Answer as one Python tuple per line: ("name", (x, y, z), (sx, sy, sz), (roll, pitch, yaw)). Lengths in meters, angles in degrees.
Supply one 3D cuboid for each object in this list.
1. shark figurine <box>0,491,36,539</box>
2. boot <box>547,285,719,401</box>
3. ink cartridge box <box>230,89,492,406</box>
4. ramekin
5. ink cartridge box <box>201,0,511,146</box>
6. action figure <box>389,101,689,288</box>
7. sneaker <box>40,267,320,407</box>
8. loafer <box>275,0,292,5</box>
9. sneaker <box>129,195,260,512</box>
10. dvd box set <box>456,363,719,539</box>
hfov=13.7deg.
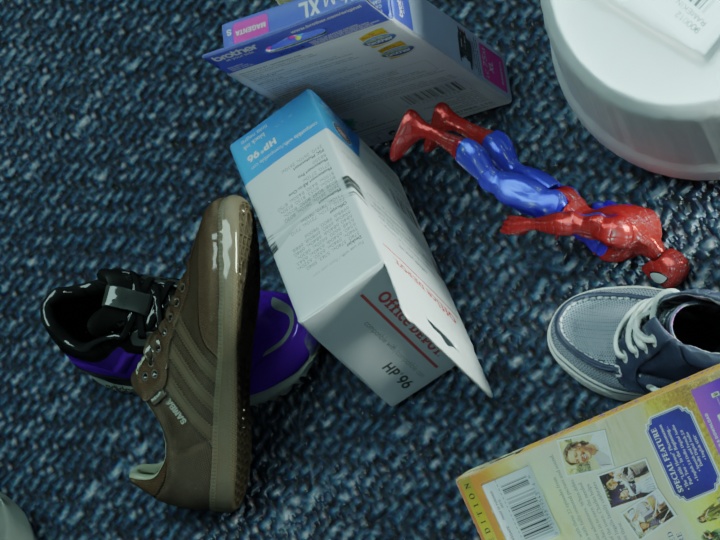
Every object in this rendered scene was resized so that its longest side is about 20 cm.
("shark figurine", (-0.237, 0.179, 1.890), (0.127, 0.090, 0.215), (-11, 46, 7))
("boot", (0.176, 0.034, 1.701), (0.199, 0.090, 0.073), (12, 69, 39))
("ink cartridge box", (0.000, 0.000, 1.828), (0.068, 0.116, 0.200), (-34, 47, 12))
("ramekin", (0.201, -0.162, 1.761), (0.199, 0.098, 0.202), (-4, 75, 14))
("ink cartridge box", (-0.002, -0.132, 1.857), (0.119, 0.200, 0.042), (-16, 70, 25))
("action figure", (0.113, -0.040, 1.806), (0.199, 0.065, 0.052), (27, 108, 27))
("sneaker", (-0.122, 0.037, 1.899), (0.199, 0.099, 0.070), (-3, 62, 34))
("loafer", (-0.037, -0.214, 2.026), (0.076, 0.067, 0.200), (-35, 47, 11))
("sneaker", (-0.105, 0.052, 1.830), (0.075, 0.070, 0.201), (5, 103, 9))
("dvd box set", (0.169, 0.140, 1.623), (0.199, 0.029, 0.147), (-25, 90, 20))
